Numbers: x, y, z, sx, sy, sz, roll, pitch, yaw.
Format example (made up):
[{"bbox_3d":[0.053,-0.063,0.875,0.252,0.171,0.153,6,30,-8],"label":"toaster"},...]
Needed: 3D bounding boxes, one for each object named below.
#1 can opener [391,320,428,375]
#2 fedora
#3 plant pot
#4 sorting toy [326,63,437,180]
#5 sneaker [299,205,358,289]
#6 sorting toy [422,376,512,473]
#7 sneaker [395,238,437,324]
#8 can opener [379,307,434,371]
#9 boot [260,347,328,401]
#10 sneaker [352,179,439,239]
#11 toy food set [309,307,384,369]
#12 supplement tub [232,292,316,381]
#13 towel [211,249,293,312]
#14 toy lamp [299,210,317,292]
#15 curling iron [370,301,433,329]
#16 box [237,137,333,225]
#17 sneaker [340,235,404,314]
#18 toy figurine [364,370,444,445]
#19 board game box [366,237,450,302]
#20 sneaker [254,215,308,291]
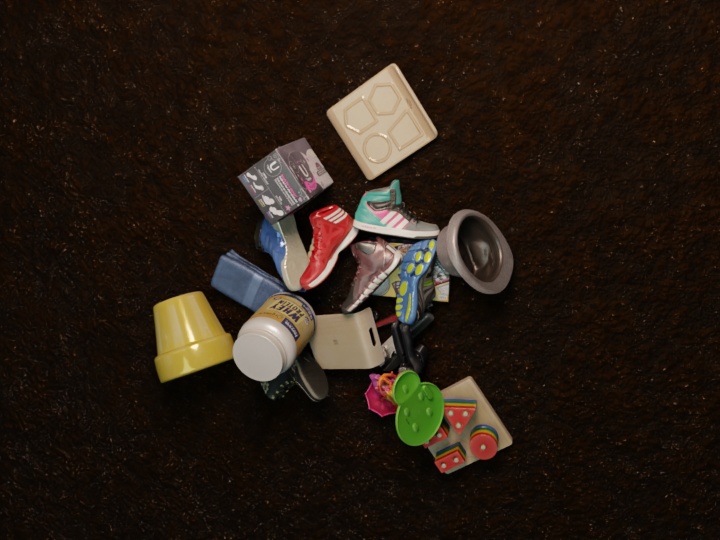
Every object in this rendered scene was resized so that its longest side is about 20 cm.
[{"bbox_3d":[0.107,0.184,1.543,0.063,0.079,0.200,8,144,29],"label":"can opener"},{"bbox_3d":[0.240,-0.037,1.454,0.200,0.178,0.090,38,149,-27],"label":"fedora"},{"bbox_3d":[-0.434,0.162,1.657,0.200,0.201,0.190,-21,85,19],"label":"plant pot"},{"bbox_3d":[0.048,-0.328,1.460,0.199,0.036,0.186,-30,98,25],"label":"sorting toy"},{"bbox_3d":[-0.100,-0.063,1.498,0.115,0.078,0.201,42,75,-32],"label":"sneaker"},{"bbox_3d":[0.239,0.398,1.620,0.198,0.070,0.201,-32,97,21],"label":"sorting toy"},{"bbox_3d":[0.134,0.024,1.494,0.070,0.082,0.201,17,97,36],"label":"sneaker"},{"bbox_3d":[0.107,0.164,1.597,0.066,0.053,0.200,25,118,-32],"label":"can opener"},{"bbox_3d":[-0.169,0.282,1.651,0.154,0.073,0.204,-56,52,25],"label":"boot"},{"bbox_3d":[0.089,-0.142,1.484,0.198,0.084,0.122,8,102,-4],"label":"sneaker"},{"bbox_3d":[-0.046,0.165,1.615,0.199,0.060,0.144,-6,107,33],"label":"toy food set"},{"bbox_3d":[-0.199,0.153,1.528,0.143,0.200,0.145,7,116,15],"label":"supplement tub"},{"bbox_3d":[-0.273,0.042,1.645,0.199,0.049,0.112,30,116,2],"label":"towel"},{"bbox_3d":[-0.117,-0.042,1.577,0.058,0.058,0.201,20,109,7],"label":"toy lamp"},{"bbox_3d":[0.083,0.103,1.572,0.199,0.026,0.050,-16,99,29],"label":"curling iron"},{"bbox_3d":[-0.158,-0.202,1.458,0.114,0.200,0.133,-31,98,22],"label":"box"},{"bbox_3d":[0.000,0.000,1.522,0.116,0.076,0.200,45,102,3],"label":"sneaker"},{"bbox_3d":[0.076,0.302,1.577,0.184,0.150,0.201,13,139,52],"label":"toy figurine"},{"bbox_3d":[0.114,-0.003,1.543,0.198,0.035,0.136,5,108,13],"label":"board game box"},{"bbox_3d":[-0.193,-0.045,1.560,0.111,0.076,0.201,-14,91,48],"label":"sneaker"}]
